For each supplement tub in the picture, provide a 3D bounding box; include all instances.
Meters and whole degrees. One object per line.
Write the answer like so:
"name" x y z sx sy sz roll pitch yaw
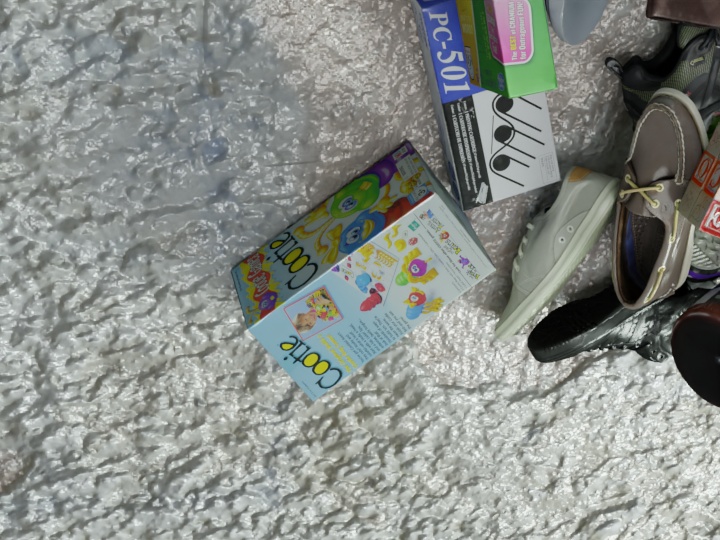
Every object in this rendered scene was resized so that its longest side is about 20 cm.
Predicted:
"supplement tub" 0.381 0.038 1.685 0.200 0.107 0.108 -34 130 -35

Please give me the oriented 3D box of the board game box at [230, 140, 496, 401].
"board game box" 0.000 0.000 1.605 0.199 0.103 0.105 -35 122 7

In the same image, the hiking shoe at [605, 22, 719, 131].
"hiking shoe" 0.316 -0.187 1.578 0.199 0.076 0.101 -27 122 9

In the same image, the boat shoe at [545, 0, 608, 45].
"boat shoe" 0.159 -0.271 1.509 0.070 0.066 0.200 -44 147 -14

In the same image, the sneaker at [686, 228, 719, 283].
"sneaker" 0.361 -0.060 1.687 0.200 0.070 0.100 -38 161 -13

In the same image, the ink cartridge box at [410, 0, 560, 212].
"ink cartridge box" 0.108 -0.157 1.575 0.093 0.044 0.201 -18 122 -5

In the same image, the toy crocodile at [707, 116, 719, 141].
"toy crocodile" 0.340 -0.106 1.615 0.199 0.068 0.062 -16 123 25

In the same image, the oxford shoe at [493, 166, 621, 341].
"oxford shoe" 0.171 -0.017 1.665 0.058 0.075 0.201 37 125 11

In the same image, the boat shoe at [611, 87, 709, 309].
"boat shoe" 0.253 -0.058 1.579 0.059 0.072 0.201 -32 136 -39

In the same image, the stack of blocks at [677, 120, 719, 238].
"stack of blocks" 0.383 -0.059 1.537 0.199 0.059 0.116 20 104 -15

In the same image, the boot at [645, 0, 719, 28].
"boot" 0.249 -0.290 1.487 0.199 0.072 0.168 8 91 -27

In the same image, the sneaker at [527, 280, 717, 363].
"sneaker" 0.260 0.056 1.725 0.199 0.060 0.105 -33 121 -6

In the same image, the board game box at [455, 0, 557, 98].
"board game box" 0.102 -0.242 1.427 0.040 0.153 0.202 -12 101 -6
